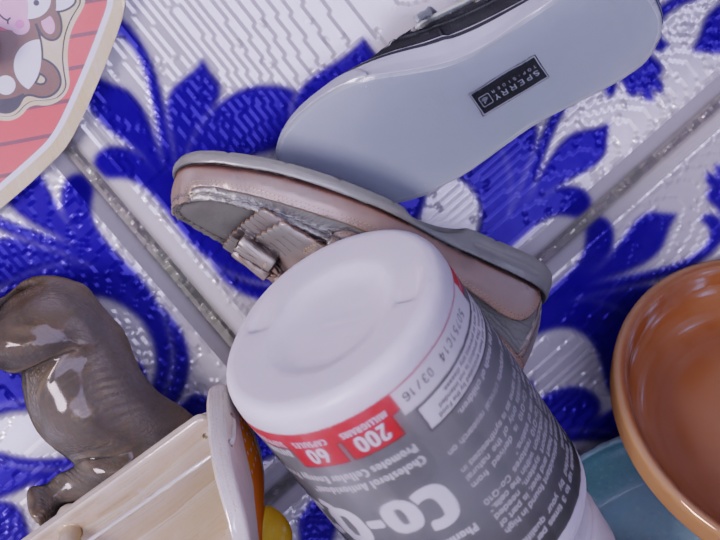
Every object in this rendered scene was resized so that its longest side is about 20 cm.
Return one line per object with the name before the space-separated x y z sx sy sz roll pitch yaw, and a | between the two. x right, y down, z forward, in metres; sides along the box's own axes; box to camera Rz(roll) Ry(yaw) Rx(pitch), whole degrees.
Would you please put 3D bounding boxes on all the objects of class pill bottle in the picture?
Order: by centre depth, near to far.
pill bottle | 0.035 0.088 0.837 0.114 0.114 0.200 -40 122 -5

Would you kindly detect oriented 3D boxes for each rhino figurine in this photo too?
rhino figurine | -0.121 0.089 0.867 0.087 0.060 0.200 -37 105 -2

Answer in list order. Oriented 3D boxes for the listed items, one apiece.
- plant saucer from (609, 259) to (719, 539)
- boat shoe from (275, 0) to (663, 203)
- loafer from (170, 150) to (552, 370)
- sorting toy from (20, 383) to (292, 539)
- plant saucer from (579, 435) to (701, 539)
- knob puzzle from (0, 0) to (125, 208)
plant saucer | 0.217 0.079 0.898 0.199 0.201 0.038 4 138 -13
boat shoe | 0.050 -0.099 0.877 0.199 0.068 0.074 -30 115 17
loafer | 0.000 0.000 0.870 0.199 0.072 0.063 18 70 -17
sorting toy | -0.101 0.183 0.781 0.200 0.180 0.107 -35 122 16
plant saucer | 0.168 0.181 0.924 0.199 0.036 0.201 -2 81 10
knob puzzle | -0.207 -0.111 0.837 0.219 0.030 0.221 -1 97 -13
